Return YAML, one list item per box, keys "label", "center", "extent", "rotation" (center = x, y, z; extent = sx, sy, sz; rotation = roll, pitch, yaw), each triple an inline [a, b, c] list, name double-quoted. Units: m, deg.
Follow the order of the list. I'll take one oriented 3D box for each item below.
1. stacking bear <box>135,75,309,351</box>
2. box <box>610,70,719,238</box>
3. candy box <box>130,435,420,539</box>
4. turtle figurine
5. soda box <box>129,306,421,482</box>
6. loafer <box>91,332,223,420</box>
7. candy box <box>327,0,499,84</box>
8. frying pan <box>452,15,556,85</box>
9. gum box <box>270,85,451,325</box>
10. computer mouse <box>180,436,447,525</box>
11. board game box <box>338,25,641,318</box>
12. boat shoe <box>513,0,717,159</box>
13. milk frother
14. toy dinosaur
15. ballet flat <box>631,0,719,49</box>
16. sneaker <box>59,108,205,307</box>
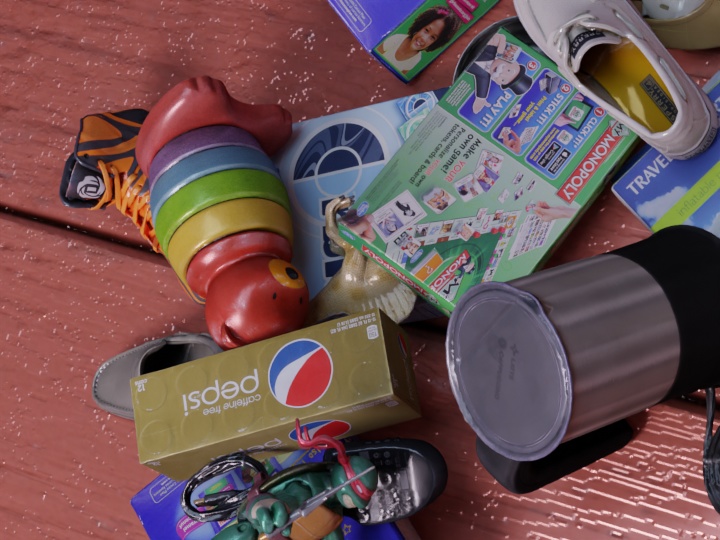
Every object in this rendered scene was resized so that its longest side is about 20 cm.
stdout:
- label: "stacking bear"
  center: [-0.095, -0.025, 1.347]
  extent: [0.114, 0.121, 0.201]
  rotation: [-38, 55, 27]
- label: "box"
  center: [0.272, -0.044, 1.265]
  extent: [0.122, 0.048, 0.200]
  rotation: [-44, 62, 9]
- label: "candy box"
  center: [-0.051, 0.207, 1.331]
  extent: [0.169, 0.077, 0.201]
  rotation: [-38, 61, 9]
- label: "turtle figurine"
  center: [-0.046, 0.183, 1.215]
  extent: [0.199, 0.150, 0.101]
  rotation: [-34, 39, 19]
- label: "soda box"
  center: [-0.062, 0.092, 1.287]
  extent: [0.199, 0.064, 0.068]
  rotation: [-17, 66, 16]
- label: "loafer"
  center: [-0.152, 0.080, 1.414]
  extent: [0.199, 0.070, 0.070]
  rotation: [-14, 69, 43]
- label: "candy box"
  center: [0.053, -0.281, 1.429]
  extent: [0.200, 0.077, 0.169]
  rotation: [-42, 60, 12]
- label: "frying pan"
  center: [0.138, -0.100, 1.357]
  extent: [0.114, 0.031, 0.191]
  rotation: [-20, 82, 11]
- label: "gum box"
  center: [-0.006, -0.039, 1.407]
  extent: [0.199, 0.045, 0.171]
  rotation: [-10, 71, 24]
- label: "computer mouse"
  center: [-0.033, 0.150, 1.271]
  extent: [0.199, 0.034, 0.059]
  rotation: [-6, 98, 16]
- label: "board game box"
  center: [0.096, -0.065, 1.305]
  extent: [0.134, 0.029, 0.200]
  rotation: [37, 74, 12]
- label: "boat shoe"
  center: [0.170, -0.158, 1.276]
  extent: [0.071, 0.070, 0.200]
  rotation: [-46, 63, 18]
- label: "milk frother"
  center: [0.187, 0.087, 1.176]
  extent: [0.200, 0.187, 0.182]
  rotation: [27, 123, 44]
- label: "toy dinosaur"
  center: [0.000, 0.000, 1.335]
  extent: [0.199, 0.058, 0.102]
  rotation: [-23, 70, 20]
- label: "ballet flat"
  center: [0.201, -0.208, 1.336]
  extent: [0.199, 0.063, 0.069]
  rotation: [11, 70, 29]
- label: "sneaker"
  center: [-0.181, -0.049, 1.453]
  extent: [0.201, 0.111, 0.078]
  rotation: [61, 139, 33]
